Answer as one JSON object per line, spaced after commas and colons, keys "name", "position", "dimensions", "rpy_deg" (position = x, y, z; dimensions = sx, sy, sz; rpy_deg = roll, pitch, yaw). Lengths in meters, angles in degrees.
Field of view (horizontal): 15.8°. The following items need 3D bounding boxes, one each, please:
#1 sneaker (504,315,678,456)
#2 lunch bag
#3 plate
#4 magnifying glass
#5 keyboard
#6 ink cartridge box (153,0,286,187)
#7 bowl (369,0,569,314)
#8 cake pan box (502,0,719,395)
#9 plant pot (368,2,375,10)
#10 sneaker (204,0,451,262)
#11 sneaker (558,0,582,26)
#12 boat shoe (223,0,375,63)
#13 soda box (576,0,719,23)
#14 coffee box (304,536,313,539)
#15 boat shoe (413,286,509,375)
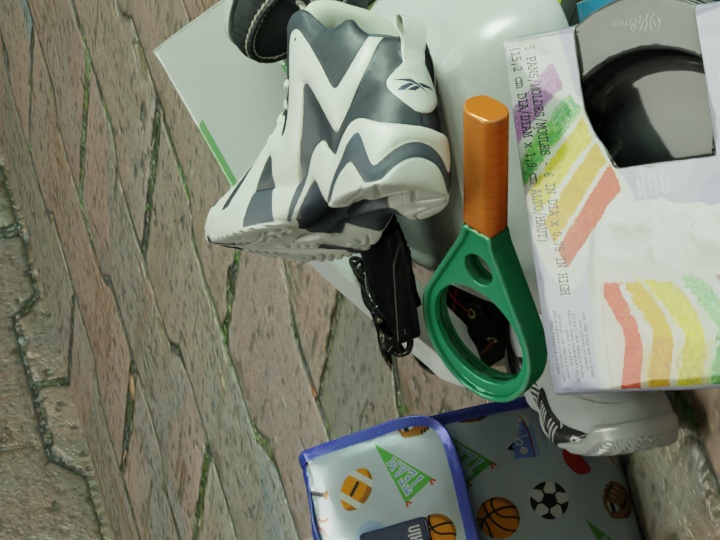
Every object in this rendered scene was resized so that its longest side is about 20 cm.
{"name": "sneaker", "position": [0.132, 0.033, 1.560], "dimensions": [0.200, 0.075, 0.115], "rpy_deg": [-131, 32, -67]}
{"name": "lunch bag", "position": [0.072, 0.174, 1.634], "dimensions": [0.124, 0.199, 0.171], "rpy_deg": [122, 137, -68]}
{"name": "plate", "position": [0.000, 0.000, 1.687], "dimensions": [0.200, 0.032, 0.200], "rpy_deg": [41, 177, -3]}
{"name": "magnifying glass", "position": [0.066, -0.009, 1.391], "dimensions": [0.080, 0.022, 0.200], "rpy_deg": [31, 140, 31]}
{"name": "keyboard", "position": [0.007, -0.024, 1.527], "dimensions": [0.200, 0.021, 0.127], "rpy_deg": [-110, 13, -53]}
{"name": "ink cartridge box", "position": [-0.048, -0.107, 1.885], "dimensions": [0.146, 0.087, 0.200], "rpy_deg": [59, -166, 15]}
{"name": "bowl", "position": [0.062, -0.072, 1.476], "dimensions": [0.200, 0.074, 0.201], "rpy_deg": [-154, 50, -65]}
{"name": "cake pan box", "position": [0.164, -0.040, 1.304], "dimensions": [0.184, 0.052, 0.201], "rpy_deg": [-4, 95, 44]}
{"name": "plant pot", "position": [0.021, -0.168, 1.673], "dimensions": [0.200, 0.200, 0.185], "rpy_deg": [-163, 53, -73]}
{"name": "sneaker", "position": [-0.018, -0.083, 1.421], "dimensions": [0.199, 0.079, 0.130], "rpy_deg": [-26, 57, 61]}
{"name": "sneaker", "position": [0.098, -0.182, 1.522], "dimensions": [0.074, 0.084, 0.201], "rpy_deg": [-160, 58, -66]}
{"name": "boat shoe", "position": [-0.013, -0.182, 1.522], "dimensions": [0.200, 0.075, 0.060], "rpy_deg": [-51, 52, 40]}
{"name": "soda box", "position": [0.171, -0.054, 1.390], "dimensions": [0.068, 0.064, 0.201], "rpy_deg": [175, 84, -75]}
{"name": "coffee box", "position": [0.031, 0.305, 1.805], "dimensions": [0.198, 0.199, 0.200], "rpy_deg": [-126, 18, -59]}
{"name": "boat shoe", "position": [0.083, 0.025, 1.763], "dimensions": [0.201, 0.063, 0.074], "rpy_deg": [125, 134, -67]}
